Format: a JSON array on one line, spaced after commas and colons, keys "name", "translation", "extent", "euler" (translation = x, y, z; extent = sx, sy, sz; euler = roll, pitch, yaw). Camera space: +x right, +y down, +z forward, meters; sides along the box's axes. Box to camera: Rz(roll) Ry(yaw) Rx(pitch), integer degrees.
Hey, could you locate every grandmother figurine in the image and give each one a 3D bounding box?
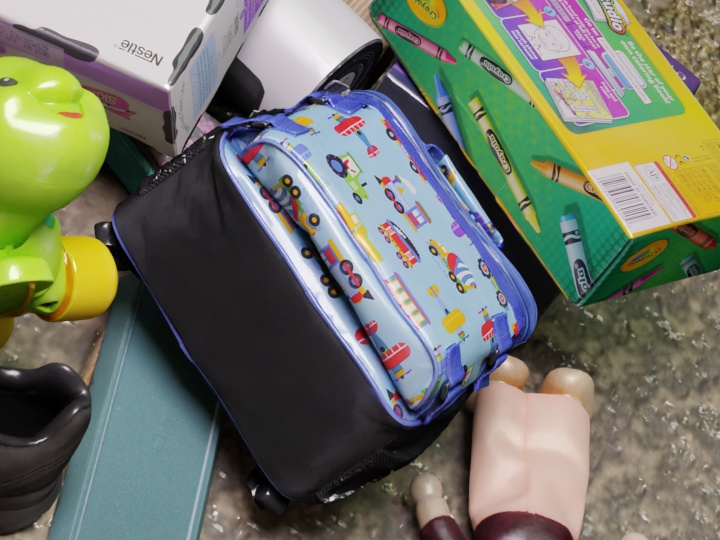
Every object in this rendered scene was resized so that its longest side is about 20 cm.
[{"name": "grandmother figurine", "translation": [0.081, 0.133, 1.119], "extent": [0.120, 0.061, 0.201], "euler": [6, 44, 6]}]

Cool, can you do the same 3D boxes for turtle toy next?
[{"name": "turtle toy", "translation": [-0.178, -0.023, 0.974], "extent": [0.145, 0.199, 0.102], "euler": [-2, 77, -48]}]

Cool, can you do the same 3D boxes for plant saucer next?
[{"name": "plant saucer", "translation": [-0.096, 0.078, 1.069], "extent": [0.069, 0.019, 0.201], "euler": [25, 41, -14]}]

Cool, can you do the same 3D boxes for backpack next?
[{"name": "backpack", "translation": [0.000, 0.000, 1.112], "extent": [0.183, 0.134, 0.200], "euler": [57, 31, 6]}]

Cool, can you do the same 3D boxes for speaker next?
[{"name": "speaker", "translation": [-0.084, -0.159, 1.206], "extent": [0.200, 0.081, 0.081], "euler": [45, 40, 8]}]

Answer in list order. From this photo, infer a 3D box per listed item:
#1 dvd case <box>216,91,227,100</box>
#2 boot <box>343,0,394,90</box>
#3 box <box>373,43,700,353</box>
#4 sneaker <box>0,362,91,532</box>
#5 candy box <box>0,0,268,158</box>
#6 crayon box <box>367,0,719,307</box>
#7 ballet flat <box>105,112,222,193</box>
[{"name": "dvd case", "translation": [-0.088, -0.180, 1.327], "extent": [0.149, 0.025, 0.201], "euler": [26, 39, -13]}, {"name": "boot", "translation": [-0.022, -0.191, 1.322], "extent": [0.155, 0.077, 0.200], "euler": [35, 46, 4]}, {"name": "box", "translation": [0.082, -0.074, 1.282], "extent": [0.148, 0.105, 0.200], "euler": [37, 39, -1]}, {"name": "sneaker", "translation": [-0.203, 0.062, 0.948], "extent": [0.199, 0.091, 0.076], "euler": [-2, 58, -36]}, {"name": "candy box", "translation": [-0.118, -0.180, 1.119], "extent": [0.167, 0.072, 0.201], "euler": [24, 67, 9]}, {"name": "crayon box", "translation": [0.107, -0.084, 1.182], "extent": [0.118, 0.058, 0.201], "euler": [-12, 60, -43]}, {"name": "ballet flat", "translation": [-0.142, -0.116, 1.181], "extent": [0.200, 0.069, 0.071], "euler": [45, 64, 6]}]
